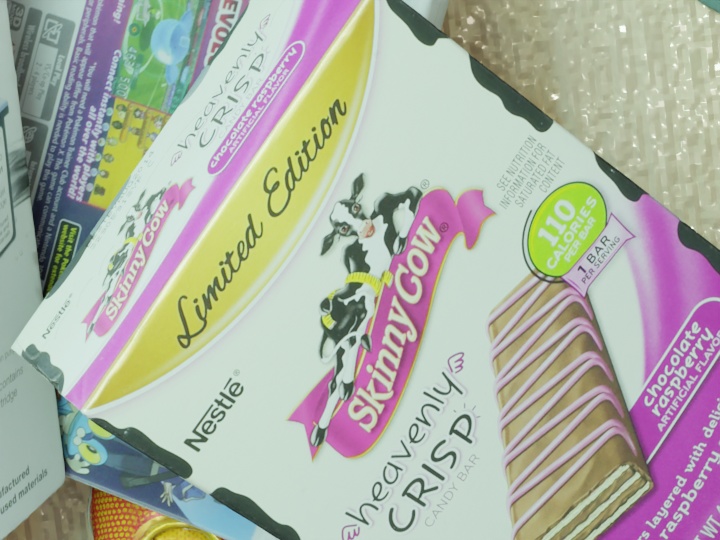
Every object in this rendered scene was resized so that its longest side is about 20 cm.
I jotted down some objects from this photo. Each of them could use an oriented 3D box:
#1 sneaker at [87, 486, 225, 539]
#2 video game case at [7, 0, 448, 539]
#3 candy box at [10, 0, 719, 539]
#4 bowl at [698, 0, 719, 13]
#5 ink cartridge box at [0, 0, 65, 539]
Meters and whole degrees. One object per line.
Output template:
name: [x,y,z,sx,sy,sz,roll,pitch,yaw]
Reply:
sneaker: [-0.049,0.122,0.858,0.073,0.077,0.200,-1,87,-2]
video game case: [-0.076,-0.040,0.835,0.182,0.023,0.200,19,100,20]
candy box: [0.024,0.023,0.782,0.200,0.061,0.136,35,89,-30]
bowl: [0.165,-0.171,0.862,0.201,0.105,0.201,0,90,-4]
ink cartridge box: [-0.174,-0.022,0.794,0.146,0.086,0.200,3,113,22]
